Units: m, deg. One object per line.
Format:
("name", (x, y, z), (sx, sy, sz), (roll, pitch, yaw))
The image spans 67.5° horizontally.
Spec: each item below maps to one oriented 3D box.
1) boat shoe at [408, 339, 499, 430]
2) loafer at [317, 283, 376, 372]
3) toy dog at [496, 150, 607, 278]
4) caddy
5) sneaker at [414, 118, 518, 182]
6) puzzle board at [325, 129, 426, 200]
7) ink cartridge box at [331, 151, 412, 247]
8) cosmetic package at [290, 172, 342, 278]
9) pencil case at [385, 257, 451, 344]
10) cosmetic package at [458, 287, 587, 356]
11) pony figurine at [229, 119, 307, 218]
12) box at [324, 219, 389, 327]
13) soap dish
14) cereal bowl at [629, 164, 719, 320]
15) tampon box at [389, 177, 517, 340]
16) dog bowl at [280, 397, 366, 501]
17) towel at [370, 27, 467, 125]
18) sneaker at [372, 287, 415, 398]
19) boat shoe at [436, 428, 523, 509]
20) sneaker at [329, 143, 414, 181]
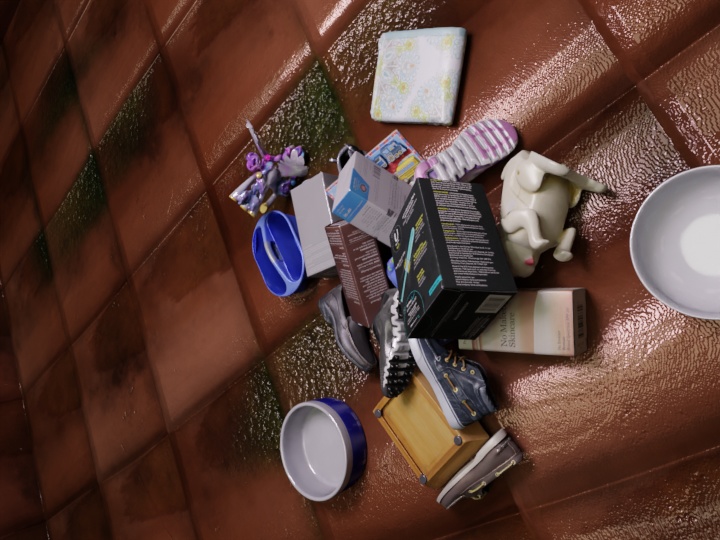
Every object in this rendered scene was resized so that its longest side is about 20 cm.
("boat shoe", (0.159, 0.164, 0.924), (0.089, 0.071, 0.204), (-29, 89, 23))
("loafer", (-0.019, 0.119, 1.137), (0.072, 0.072, 0.202), (-44, 65, 23))
("toy dog", (0.264, -0.083, 0.877), (0.193, 0.137, 0.205), (39, 113, 45))
("caddy", (-0.176, -0.038, 1.238), (0.141, 0.104, 0.204), (-40, 66, 29))
("sneaker", (0.191, -0.194, 0.974), (0.196, 0.088, 0.082), (-30, 70, 10))
("puzzle board", (0.047, -0.160, 1.052), (0.198, 0.150, 0.018), (-33, 30, 32))
("ink cartridge box", (0.050, -0.116, 1.000), (0.067, 0.196, 0.118), (-44, 26, 40))
("cosmetic package", (-0.076, -0.096, 1.176), (0.105, 0.089, 0.207), (-18, 76, 36))
("pencil case", (0.119, 0.049, 1.020), (0.203, 0.085, 0.079), (60, 162, 23))
("cosmetic package", (0.267, 0.082, 0.900), (0.195, 0.086, 0.107), (-4, 88, 38))
("pony figurine", (-0.201, -0.219, 1.188), (0.165, 0.193, 0.202), (38, 86, 5))
("box", (0.000, 0.000, 1.062), (0.100, 0.073, 0.207), (-169, 63, -69))
("soap dish", (0.122, 0.285, 1.015), (0.201, 0.080, 0.159), (50, 117, 26))
("cereal bowl", (0.481, -0.037, 0.736), (0.195, 0.082, 0.208), (0, 90, 38))
("tampon box", (0.136, -0.016, 0.853), (0.151, 0.122, 0.205), (117, 152, -52))
("dog bowl", (-0.083, 0.386, 1.177), (0.195, 0.078, 0.208), (-1, 89, 37))
("towel", (0.109, -0.378, 1.058), (0.196, 0.047, 0.178), (14, 101, 37))
("sneaker", (0.059, 0.127, 0.994), (0.090, 0.065, 0.208), (10, 94, 58))
("boat shoe", (0.208, 0.367, 0.955), (0.059, 0.071, 0.202), (44, 116, 21))
("sneaker", (0.027, -0.203, 1.075), (0.196, 0.112, 0.078), (13, 96, 38))
